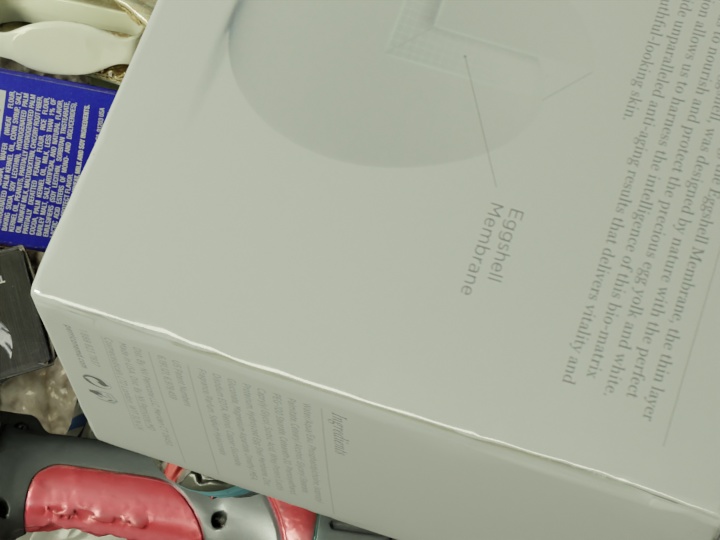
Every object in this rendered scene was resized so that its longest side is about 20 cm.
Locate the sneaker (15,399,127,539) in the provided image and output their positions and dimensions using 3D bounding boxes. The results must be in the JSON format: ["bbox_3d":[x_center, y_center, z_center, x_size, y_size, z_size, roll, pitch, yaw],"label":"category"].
[{"bbox_3d":[-0.102,0.082,0.883,0.080,0.147,0.202,17,103,-6],"label":"sneaker"}]

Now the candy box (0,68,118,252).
[{"bbox_3d":[-0.216,-0.056,0.815,0.169,0.198,0.078,9,90,57],"label":"candy box"}]

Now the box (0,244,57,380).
[{"bbox_3d":[-0.223,0.040,0.779,0.158,0.198,0.049,168,87,-80],"label":"box"}]

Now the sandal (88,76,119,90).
[{"bbox_3d":[-0.105,-0.115,0.853,0.079,0.057,0.203,2,109,31],"label":"sandal"}]

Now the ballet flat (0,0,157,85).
[{"bbox_3d":[-0.161,-0.117,0.791,0.198,0.063,0.068,9,131,4],"label":"ballet flat"}]

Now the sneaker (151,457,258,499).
[{"bbox_3d":[0.000,0.000,0.715,0.200,0.096,0.079,-47,69,-1],"label":"sneaker"}]

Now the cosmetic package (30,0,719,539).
[{"bbox_3d":[0.036,-0.026,0.594,0.198,0.201,0.123,17,157,10],"label":"cosmetic package"}]

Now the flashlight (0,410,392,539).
[{"bbox_3d":[-0.087,0.102,0.777,0.198,0.068,0.069,7,98,-2],"label":"flashlight"}]

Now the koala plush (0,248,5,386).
[{"bbox_3d":[-0.286,0.025,0.936,0.183,0.200,0.179,33,123,17],"label":"koala plush"}]
